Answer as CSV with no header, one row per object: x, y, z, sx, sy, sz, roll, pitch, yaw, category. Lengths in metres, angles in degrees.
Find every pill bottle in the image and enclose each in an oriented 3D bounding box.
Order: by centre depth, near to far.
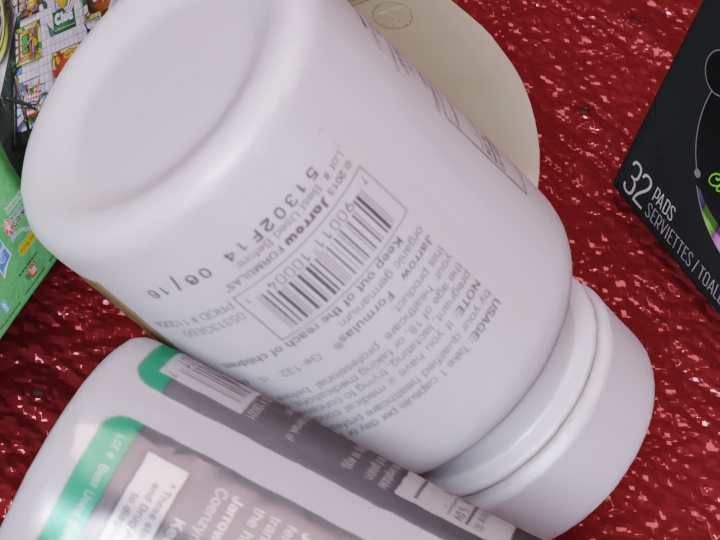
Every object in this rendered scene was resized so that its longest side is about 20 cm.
-0.005,0.111,0.844,0.199,0.113,0.113,27,42,6,pill bottle
0.000,0.000,0.906,0.200,0.114,0.115,42,30,-35,pill bottle

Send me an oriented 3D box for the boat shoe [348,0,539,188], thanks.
0.006,-0.070,1.072,0.071,0.063,0.200,-17,54,-21,boat shoe

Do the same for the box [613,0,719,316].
0.214,-0.024,1.047,0.124,0.149,0.200,-13,52,-34,box

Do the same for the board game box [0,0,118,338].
-0.115,-0.052,0.887,0.023,0.105,0.200,-9,28,26,board game box
